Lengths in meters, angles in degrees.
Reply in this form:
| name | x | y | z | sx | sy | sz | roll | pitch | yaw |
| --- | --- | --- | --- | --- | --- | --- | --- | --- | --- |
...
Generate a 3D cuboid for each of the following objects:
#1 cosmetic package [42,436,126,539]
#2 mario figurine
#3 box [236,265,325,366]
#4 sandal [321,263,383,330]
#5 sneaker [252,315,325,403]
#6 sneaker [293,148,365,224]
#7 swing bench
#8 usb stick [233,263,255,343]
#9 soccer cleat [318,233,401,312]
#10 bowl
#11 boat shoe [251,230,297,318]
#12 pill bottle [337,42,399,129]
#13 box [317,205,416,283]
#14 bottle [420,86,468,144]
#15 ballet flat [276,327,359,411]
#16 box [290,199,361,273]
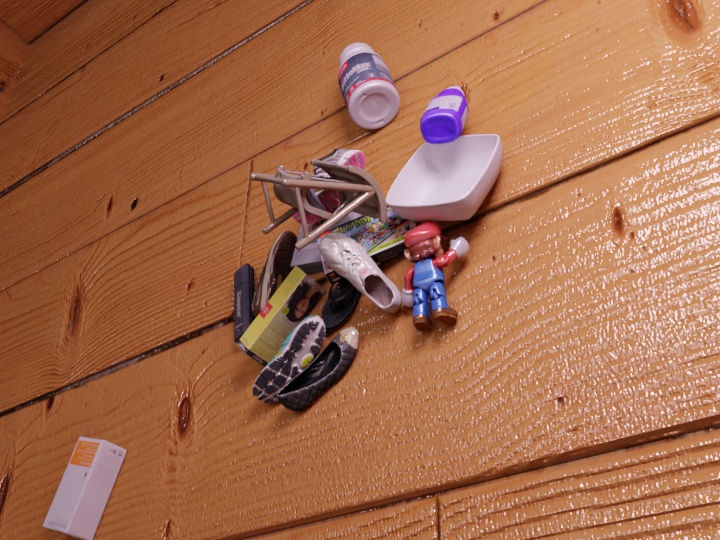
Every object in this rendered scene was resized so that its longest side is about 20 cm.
| name | x | y | z | sx | sy | sz | roll | pitch | yaw |
| --- | --- | --- | --- | --- | --- | --- | --- | --- | --- |
| cosmetic package | -0.599 | 0.472 | 1.740 | 0.100 | 0.071 | 0.203 | -5 | 59 | 38 |
| mario figurine | 0.135 | 0.007 | 1.450 | 0.121 | 0.106 | 0.204 | -1 | 65 | -2 |
| box | -0.161 | 0.095 | 1.628 | 0.201 | 0.075 | 0.050 | -53 | 42 | -1 |
| sandal | -0.023 | 0.022 | 1.577 | 0.075 | 0.048 | 0.202 | 26 | 79 | 47 |
| sneaker | -0.136 | 0.174 | 1.565 | 0.201 | 0.077 | 0.080 | -51 | 15 | 2 |
| sneaker | -0.077 | -0.184 | 1.698 | 0.201 | 0.074 | 0.087 | -49 | 41 | -5 |
| swing bench | -0.081 | -0.142 | 1.534 | 0.197 | 0.132 | 0.198 | -19 | 18 | -23 |
| usb stick | -0.255 | 0.073 | 1.755 | 0.055 | 0.033 | 0.203 | -27 | 47 | 22 |
| soccer cleat | 0.000 | 0.000 | 1.485 | 0.200 | 0.078 | 0.070 | 42 | 93 | 10 |
| bowl | 0.166 | -0.163 | 1.501 | 0.197 | 0.075 | 0.201 | 1 | 45 | 41 |
| boat shoe | -0.191 | 0.010 | 1.716 | 0.074 | 0.074 | 0.206 | -11 | 55 | 42 |
| pill bottle | 0.011 | -0.426 | 1.817 | 0.119 | 0.119 | 0.202 | -34 | 44 | 17 |
| box | 0.016 | -0.059 | 1.571 | 0.197 | 0.035 | 0.111 | -22 | 48 | 7 |
| bottle | 0.171 | -0.312 | 1.584 | 0.082 | 0.066 | 0.201 | -4 | 28 | 17 |
| ballet flat | -0.075 | 0.185 | 1.499 | 0.200 | 0.057 | 0.066 | -48 | 42 | 3 |
| box | -0.060 | -0.097 | 1.701 | 0.154 | 0.041 | 0.203 | -9 | 55 | 36 |
